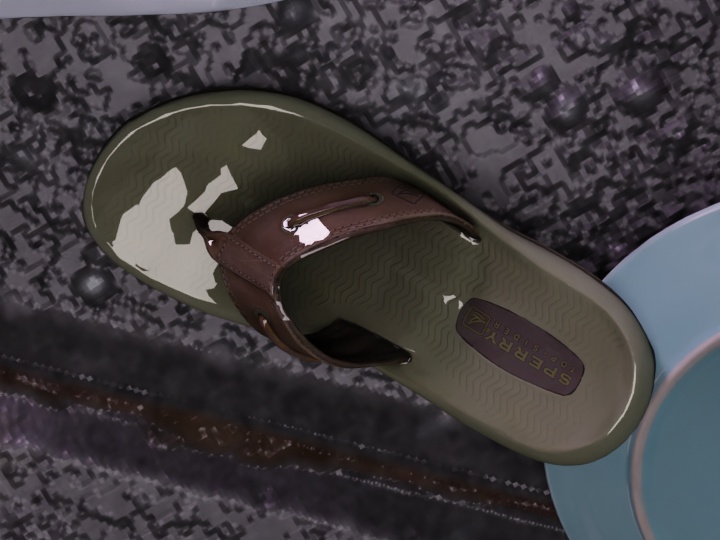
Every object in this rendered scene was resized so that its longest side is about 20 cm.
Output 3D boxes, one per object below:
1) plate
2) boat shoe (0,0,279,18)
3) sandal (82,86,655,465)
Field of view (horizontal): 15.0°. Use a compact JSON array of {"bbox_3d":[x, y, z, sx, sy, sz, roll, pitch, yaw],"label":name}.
[{"bbox_3d":[0.157,0.065,0.895,0.199,0.026,0.201,5,118,10],"label":"plate"},{"bbox_3d":[-0.083,-0.129,0.853,0.199,0.071,0.091,-4,108,4],"label":"boat shoe"},{"bbox_3d":[0.001,-0.001,0.879,0.200,0.057,0.080,24,104,14],"label":"sandal"}]
